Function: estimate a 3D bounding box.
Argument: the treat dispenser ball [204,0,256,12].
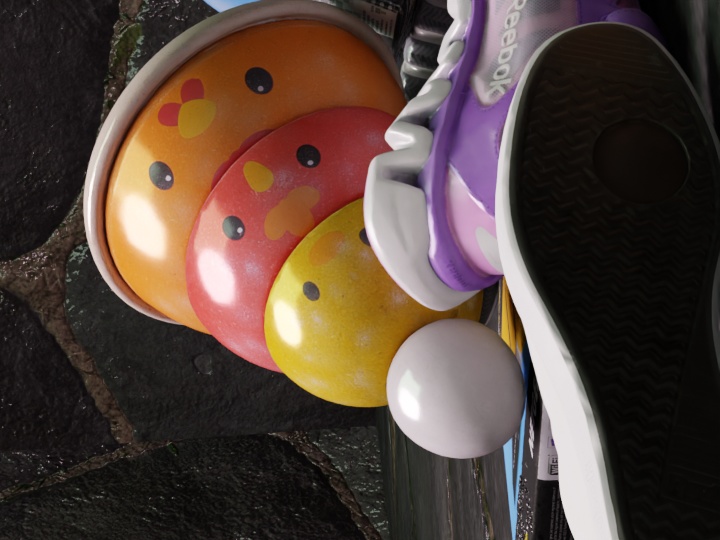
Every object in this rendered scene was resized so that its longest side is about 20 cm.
[{"bbox_3d":[-0.021,-0.222,1.334,0.201,0.200,0.202,176,90,-88],"label":"treat dispenser ball"}]

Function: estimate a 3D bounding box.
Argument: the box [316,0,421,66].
[{"bbox_3d":[0.032,-0.183,1.067,0.200,0.047,0.194,101,-171,-85],"label":"box"}]

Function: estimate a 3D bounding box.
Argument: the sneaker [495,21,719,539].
[{"bbox_3d":[0.079,0.024,0.786,0.085,0.073,0.201,99,166,-69],"label":"sneaker"}]

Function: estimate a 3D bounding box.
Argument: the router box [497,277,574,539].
[{"bbox_3d":[0.083,0.036,0.976,0.200,0.051,0.149,88,178,-51],"label":"router box"}]

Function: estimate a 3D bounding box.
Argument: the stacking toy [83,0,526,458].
[{"bbox_3d":[0.000,0.000,0.945,0.200,0.146,0.146,43,146,42],"label":"stacking toy"}]

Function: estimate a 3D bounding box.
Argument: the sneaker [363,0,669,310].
[{"bbox_3d":[0.073,-0.079,0.873,0.080,0.088,0.201,41,-123,-44],"label":"sneaker"}]

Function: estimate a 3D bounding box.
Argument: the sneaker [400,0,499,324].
[{"bbox_3d":[0.054,-0.074,1.088,0.116,0.075,0.200,-62,-8,-68],"label":"sneaker"}]
